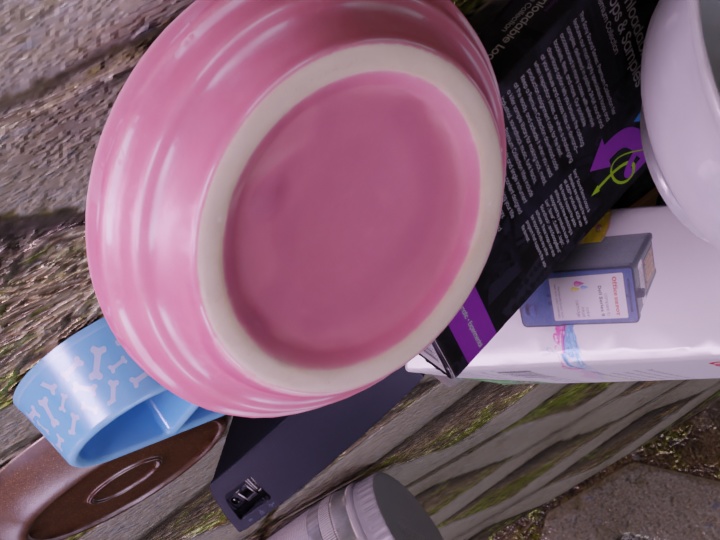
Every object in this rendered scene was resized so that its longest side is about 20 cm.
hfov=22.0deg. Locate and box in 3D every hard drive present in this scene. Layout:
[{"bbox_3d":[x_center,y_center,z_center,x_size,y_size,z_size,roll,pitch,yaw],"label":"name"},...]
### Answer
[{"bbox_3d":[-0.022,0.066,1.151,0.200,0.042,0.135,-43,-159,39],"label":"hard drive"}]

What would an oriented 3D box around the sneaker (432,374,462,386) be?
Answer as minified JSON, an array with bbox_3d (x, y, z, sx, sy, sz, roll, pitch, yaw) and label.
[{"bbox_3d":[0.070,0.028,1.285,0.080,0.072,0.200,-31,165,8],"label":"sneaker"}]

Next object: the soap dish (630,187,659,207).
[{"bbox_3d":[0.245,-0.090,1.161,0.200,0.081,0.158,-39,-169,24],"label":"soap dish"}]

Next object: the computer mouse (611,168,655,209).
[{"bbox_3d":[0.146,-0.066,1.076,0.138,0.053,0.200,-36,-179,3],"label":"computer mouse"}]

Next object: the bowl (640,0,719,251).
[{"bbox_3d":[0.198,-0.069,0.886,0.200,0.202,0.090,-17,172,-44],"label":"bowl"}]

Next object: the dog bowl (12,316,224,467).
[{"bbox_3d":[-0.102,0.055,1.063,0.199,0.050,0.112,-20,161,-41],"label":"dog bowl"}]

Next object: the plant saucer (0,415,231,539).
[{"bbox_3d":[-0.160,0.126,1.210,0.199,0.032,0.200,-31,166,-8],"label":"plant saucer"}]

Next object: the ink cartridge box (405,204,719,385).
[{"bbox_3d":[0.143,0.018,1.046,0.199,0.088,0.145,-2,172,28],"label":"ink cartridge box"}]

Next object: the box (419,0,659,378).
[{"bbox_3d":[0.082,-0.061,0.898,0.200,0.036,0.143,-45,143,-13],"label":"box"}]

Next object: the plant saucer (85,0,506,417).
[{"bbox_3d":[-0.014,-0.027,0.762,0.199,0.051,0.202,-16,120,-30],"label":"plant saucer"}]

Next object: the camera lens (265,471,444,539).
[{"bbox_3d":[-0.022,0.314,1.831,0.199,0.161,0.160,-36,165,14],"label":"camera lens"}]

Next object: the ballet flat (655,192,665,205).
[{"bbox_3d":[0.230,-0.108,1.055,0.069,0.069,0.201,-14,129,-50],"label":"ballet flat"}]
